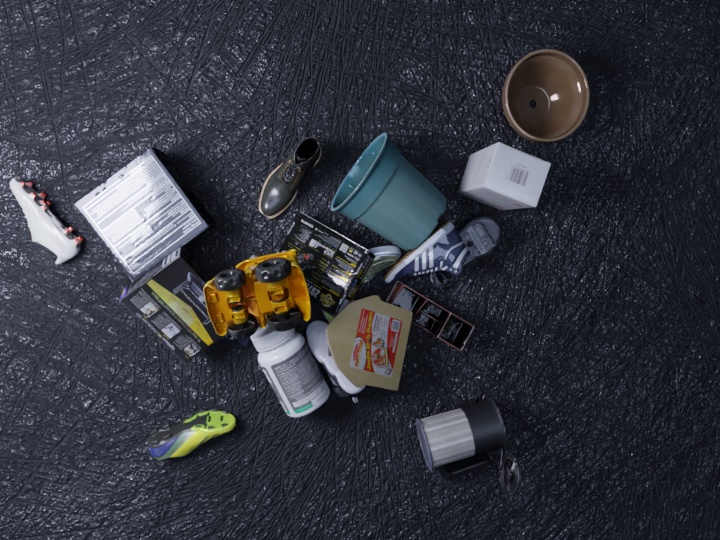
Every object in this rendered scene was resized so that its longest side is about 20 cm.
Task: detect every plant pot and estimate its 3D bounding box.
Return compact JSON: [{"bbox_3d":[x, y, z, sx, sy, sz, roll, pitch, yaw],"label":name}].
[{"bbox_3d":[0.410,-0.391,1.344,0.197,0.093,0.205,-1,94,-8],"label":"plant pot"},{"bbox_3d":[0.070,-0.157,1.277,0.195,0.200,0.202,34,89,-15],"label":"plant pot"}]

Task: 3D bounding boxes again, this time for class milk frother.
[{"bbox_3d":[0.245,0.413,1.323,0.185,0.200,0.183,-15,99,-5],"label":"milk frother"}]

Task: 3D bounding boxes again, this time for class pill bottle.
[{"bbox_3d":[-0.156,0.209,1.291,0.112,0.113,0.202,-26,106,-4],"label":"pill bottle"}]

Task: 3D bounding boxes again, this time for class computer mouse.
[{"bbox_3d":[0.233,-0.060,1.369,0.198,0.053,0.140,-28,98,8],"label":"computer mouse"}]

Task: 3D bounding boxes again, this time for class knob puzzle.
[{"bbox_3d":[0.009,0.151,1.266,0.216,0.030,0.224,3,84,-28],"label":"knob puzzle"}]

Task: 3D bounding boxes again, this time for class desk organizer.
[{"bbox_3d":[0.158,0.105,1.353,0.198,0.077,0.072,30,90,-7],"label":"desk organizer"}]

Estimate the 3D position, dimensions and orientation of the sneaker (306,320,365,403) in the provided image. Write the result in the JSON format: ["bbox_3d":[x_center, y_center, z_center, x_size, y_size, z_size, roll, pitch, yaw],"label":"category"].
[{"bbox_3d":[-0.061,0.214,1.335,0.075,0.115,0.201,-28,61,-22],"label":"sneaker"}]

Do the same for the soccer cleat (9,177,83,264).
[{"bbox_3d":[-0.683,-0.104,1.248,0.077,0.069,0.201,-38,100,0],"label":"soccer cleat"}]

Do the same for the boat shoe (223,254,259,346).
[{"bbox_3d":[-0.250,0.071,1.312,0.092,0.075,0.202,28,98,-14],"label":"boat shoe"}]

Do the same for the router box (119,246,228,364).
[{"bbox_3d":[-0.366,0.075,1.216,0.156,0.052,0.201,-34,118,4],"label":"router box"}]

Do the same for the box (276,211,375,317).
[{"bbox_3d":[-0.089,-0.013,1.288,0.198,0.049,0.161,29,92,22],"label":"box"}]

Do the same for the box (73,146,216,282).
[{"bbox_3d":[-0.448,-0.116,1.244,0.199,0.123,0.200,-36,97,-1],"label":"box"}]

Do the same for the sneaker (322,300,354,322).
[{"bbox_3d":[-0.013,0.130,1.328,0.078,0.090,0.201,-40,96,-1],"label":"sneaker"}]

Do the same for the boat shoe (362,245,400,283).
[{"bbox_3d":[0.000,0.000,1.322,0.197,0.072,0.063,-18,70,8],"label":"boat shoe"}]

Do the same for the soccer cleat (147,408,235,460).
[{"bbox_3d":[-0.376,0.374,1.325,0.197,0.065,0.085,-15,125,-10],"label":"soccer cleat"}]

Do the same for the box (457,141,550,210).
[{"bbox_3d":[0.309,-0.201,1.289,0.123,0.200,0.099,19,91,-8],"label":"box"}]

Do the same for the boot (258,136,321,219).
[{"bbox_3d":[-0.157,-0.205,1.266,0.077,0.138,0.202,32,91,-8],"label":"boot"}]

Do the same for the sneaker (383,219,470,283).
[{"bbox_3d":[0.154,-0.010,1.321,0.199,0.070,0.109,-39,96,7],"label":"sneaker"}]

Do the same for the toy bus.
[{"bbox_3d":[-0.207,0.029,1.204,0.197,0.193,0.138,-12,116,-3],"label":"toy bus"}]
